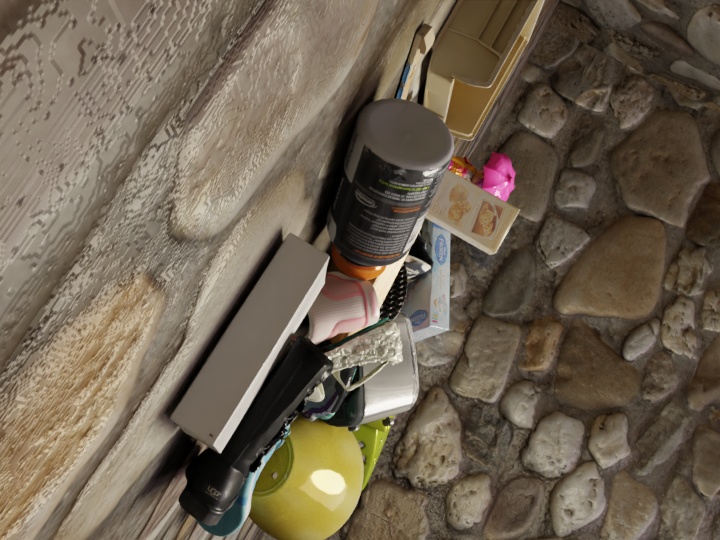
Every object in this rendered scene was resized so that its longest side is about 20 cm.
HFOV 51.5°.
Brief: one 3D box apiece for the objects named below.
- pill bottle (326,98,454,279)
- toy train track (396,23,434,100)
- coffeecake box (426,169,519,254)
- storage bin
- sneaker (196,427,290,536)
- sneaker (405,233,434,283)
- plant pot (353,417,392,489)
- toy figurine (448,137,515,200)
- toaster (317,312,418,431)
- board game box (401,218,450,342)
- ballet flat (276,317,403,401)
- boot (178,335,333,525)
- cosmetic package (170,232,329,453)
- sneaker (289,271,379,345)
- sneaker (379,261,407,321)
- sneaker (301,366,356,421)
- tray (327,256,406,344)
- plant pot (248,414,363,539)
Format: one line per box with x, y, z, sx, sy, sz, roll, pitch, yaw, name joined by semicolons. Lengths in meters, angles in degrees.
0.022;-0.077;0.813;0.107;0.105;0.201;-55;171;-41;pill bottle
0.059;-0.201;0.894;0.115;0.032;0.201;-57;171;-35;toy train track
0.129;-0.104;1.118;0.074;0.198;0.153;-60;174;4;coffeecake box
0.167;-0.305;1.032;0.200;0.093;0.200;-61;174;-7;storage bin
-0.150;0.253;0.994;0.202;0.079;0.131;-64;172;30;sneaker
0.055;0.011;1.178;0.129;0.079;0.202;10;-94;62;sneaker
-0.027;0.241;1.367;0.201;0.197;0.183;-59;173;-54;plant pot
0.191;-0.180;1.356;0.151;0.182;0.200;-59;174;-10;toy figurine
0.008;0.134;1.118;0.113;0.128;0.203;-19;-105;51;toaster
0.078;0.022;1.261;0.199;0.043;0.202;-28;-127;55;board game box
-0.037;0.118;0.886;0.197;0.073;0.072;-21;164;-10;ballet flat
-0.109;0.158;0.804;0.201;0.065;0.165;-57;-172;-3;boot
-0.101;0.068;0.705;0.201;0.050;0.083;-59;178;-19;cosmetic package
-0.058;0.048;0.924;0.103;0.077;0.200;-15;-177;-20;sneaker
0.024;0.003;1.104;0.090;0.069;0.203;125;-29;-61;sneaker
-0.072;0.153;1.000;0.075;0.087;0.200;-66;-172;-29;sneaker
0.000;0.000;1.015;0.037;0.099;0.202;10;114;-41;tray
-0.111;0.288;1.090;0.202;0.198;0.142;-60;149;-10;plant pot
